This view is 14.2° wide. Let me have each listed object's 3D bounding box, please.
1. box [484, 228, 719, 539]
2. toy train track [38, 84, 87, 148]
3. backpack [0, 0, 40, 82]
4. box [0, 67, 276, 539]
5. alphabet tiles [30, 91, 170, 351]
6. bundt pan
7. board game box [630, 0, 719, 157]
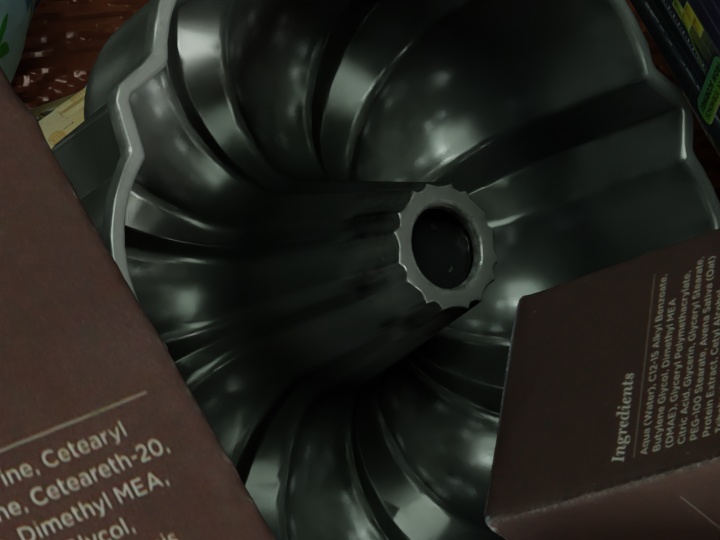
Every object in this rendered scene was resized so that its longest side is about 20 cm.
[{"bbox_3d":[0.138,0.031,0.670,0.200,0.100,0.075,-21,45,36],"label":"box"},{"bbox_3d":[-0.025,-0.070,0.852,0.200,0.033,0.115,-37,48,-24],"label":"toy train track"},{"bbox_3d":[-0.182,-0.120,0.818,0.199,0.183,0.147,11,49,14],"label":"backpack"},{"bbox_3d":[-0.130,0.079,0.615,0.164,0.166,0.200,-21,74,-34],"label":"box"},{"bbox_3d":[-0.146,0.005,0.807,0.199,0.008,0.167,-22,37,-19],"label":"alphabet tiles"},{"bbox_3d":[0.000,0.000,0.756,0.201,0.076,0.203,9,75,-36],"label":"bundt pan"},{"bbox_3d":[0.177,-0.087,0.775,0.199,0.057,0.166,-22,69,-19],"label":"board game box"}]
